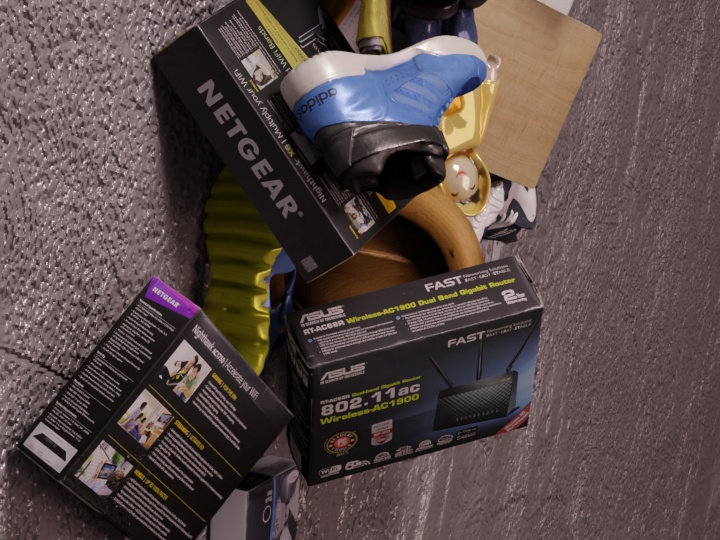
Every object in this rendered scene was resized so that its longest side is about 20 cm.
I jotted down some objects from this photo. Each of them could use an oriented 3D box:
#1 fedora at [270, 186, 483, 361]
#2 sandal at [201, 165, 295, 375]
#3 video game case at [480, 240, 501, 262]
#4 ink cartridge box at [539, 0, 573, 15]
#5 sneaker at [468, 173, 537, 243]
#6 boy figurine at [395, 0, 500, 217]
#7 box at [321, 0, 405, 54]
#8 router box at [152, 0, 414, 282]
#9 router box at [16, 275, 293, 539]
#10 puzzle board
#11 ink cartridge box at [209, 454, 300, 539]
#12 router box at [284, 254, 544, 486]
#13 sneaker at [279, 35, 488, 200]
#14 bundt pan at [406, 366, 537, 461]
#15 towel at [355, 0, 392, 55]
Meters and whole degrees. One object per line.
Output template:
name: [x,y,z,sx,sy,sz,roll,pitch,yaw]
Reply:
fedora: [0.000,0.000,1.633,0.082,0.200,0.201,-131,-136,-72]
sandal: [-0.079,-0.009,1.534,0.087,0.079,0.201,-5,111,-69]
video game case: [0.105,-0.069,1.981,0.200,0.025,0.182,6,93,-67]
ink cartridge box: [0.121,-0.260,1.824,0.145,0.083,0.200,56,44,-34]
sneaker: [0.116,-0.051,1.823,0.200,0.079,0.130,-74,149,-43]
boy figurine: [0.066,-0.132,1.615,0.124,0.064,0.201,-21,120,-34]
box: [0.038,-0.196,1.652,0.119,0.041,0.200,-56,136,-5]
router box: [-0.044,-0.112,1.465,0.200,0.052,0.157,56,35,-6]
router box: [-0.139,0.112,1.394,0.149,0.051,0.200,-51,151,-10]
puzzle board: [0.111,-0.165,1.691,0.200,0.017,0.151,18,99,-43]
ink cartridge box: [-0.091,0.262,1.644,0.099,0.039,0.201,-23,120,-64]
router box: [0.041,0.080,1.566,0.150,0.199,0.062,91,-21,-46]
sneaker: [0.038,-0.106,1.446,0.200,0.077,0.112,-11,69,-49]
bundt pan: [0.051,0.095,1.747,0.076,0.201,0.202,67,11,26]
towel: [0.008,-0.253,1.502,0.144,0.023,0.201,14,74,-85]
